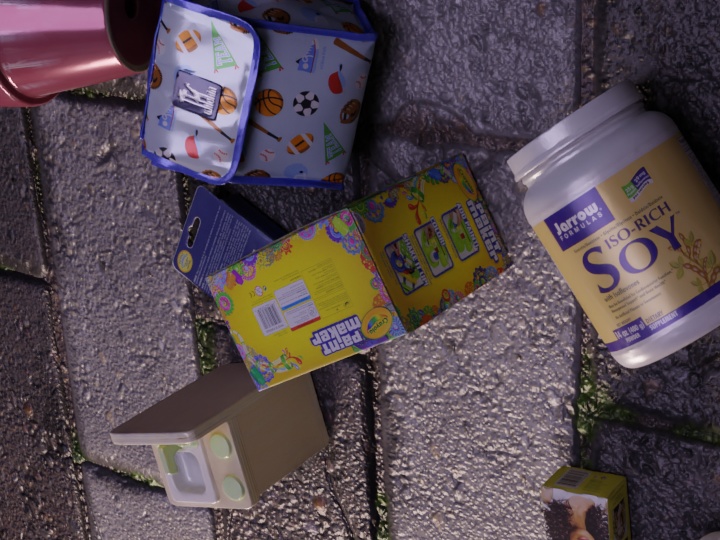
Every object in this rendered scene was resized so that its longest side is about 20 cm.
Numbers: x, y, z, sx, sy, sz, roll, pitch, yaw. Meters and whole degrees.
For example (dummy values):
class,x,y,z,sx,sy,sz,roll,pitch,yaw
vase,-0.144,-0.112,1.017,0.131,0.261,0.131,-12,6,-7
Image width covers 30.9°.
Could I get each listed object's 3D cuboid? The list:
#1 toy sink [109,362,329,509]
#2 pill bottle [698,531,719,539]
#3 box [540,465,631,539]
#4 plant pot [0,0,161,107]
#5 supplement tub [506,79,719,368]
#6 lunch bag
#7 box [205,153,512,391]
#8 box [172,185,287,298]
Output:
class,x,y,z,sx,sy,sz,roll,pitch,yaw
toy sink,-0.149,0.186,1.414,0.129,0.199,0.113,-7,104,37
pill bottle,0.320,0.307,1.165,0.113,0.113,0.201,42,128,15
box,0.225,0.296,1.274,0.075,0.050,0.203,4,111,36
plant pot,-0.311,-0.272,1.366,0.177,0.200,0.203,4,112,20
supplement tub,0.224,-0.039,1.074,0.145,0.145,0.201,-35,87,40
lunch bag,-0.099,-0.172,1.217,0.124,0.197,0.172,-115,34,-56
box,0.000,0.000,1.229,0.199,0.192,0.123,-24,94,41
box,-0.113,0.003,1.420,0.199,0.032,0.122,37,126,18
